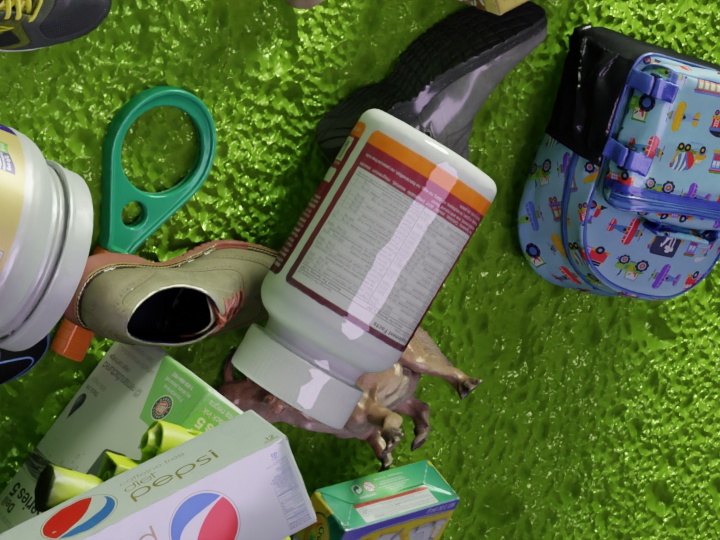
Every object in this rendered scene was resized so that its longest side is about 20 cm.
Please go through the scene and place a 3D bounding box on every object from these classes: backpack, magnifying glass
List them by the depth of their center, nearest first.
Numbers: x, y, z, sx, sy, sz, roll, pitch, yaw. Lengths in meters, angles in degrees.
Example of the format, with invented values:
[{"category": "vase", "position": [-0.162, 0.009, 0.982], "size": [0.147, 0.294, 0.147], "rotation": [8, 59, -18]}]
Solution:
[{"category": "magnifying glass", "position": [-0.162, -0.032, 1.489], "size": [0.079, 0.022, 0.201], "rotation": [23, 92, -35]}, {"category": "backpack", "position": [0.220, -0.066, 1.642], "size": [0.182, 0.134, 0.201], "rotation": [13, 102, -33]}]

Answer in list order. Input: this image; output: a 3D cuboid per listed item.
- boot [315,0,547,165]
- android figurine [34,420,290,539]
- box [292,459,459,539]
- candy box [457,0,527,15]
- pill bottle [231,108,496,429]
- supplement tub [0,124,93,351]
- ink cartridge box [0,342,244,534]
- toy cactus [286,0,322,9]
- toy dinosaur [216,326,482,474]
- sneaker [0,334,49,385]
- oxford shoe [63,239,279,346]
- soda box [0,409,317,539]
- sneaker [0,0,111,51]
[{"category": "boot", "position": [0.067, -0.101, 1.585], "size": [0.199, 0.068, 0.131], "rotation": [-36, 126, -8]}, {"category": "android figurine", "position": [-0.126, 0.192, 1.395], "size": [0.199, 0.041, 0.183], "rotation": [17, 95, -27]}, {"category": "box", "position": [-0.014, 0.237, 1.607], "size": [0.117, 0.048, 0.201], "rotation": [-11, 139, -40]}, {"category": "candy box", "position": [0.140, -0.256, 1.537], "size": [0.199, 0.117, 0.057], "rotation": [-28, 119, -21]}, {"category": "pill bottle", "position": [0.000, 0.000, 1.480], "size": [0.109, 0.109, 0.201], "rotation": [30, 91, -35]}, {"category": "supplement tub", "position": [-0.281, -0.037, 1.337], "size": [0.199, 0.145, 0.146], "rotation": [22, 95, -35]}, {"category": "ink cartridge box", "position": [-0.164, 0.158, 1.475], "size": [0.084, 0.145, 0.200], "rotation": [40, 84, -33]}, {"category": "toy cactus", "position": [-0.061, -0.248, 1.447], "size": [0.200, 0.102, 0.166], "rotation": [-37, 141, -18]}, {"category": "toy dinosaur", "position": [0.000, 0.072, 1.593], "size": [0.200, 0.136, 0.086], "rotation": [-32, 165, -42]}, {"category": "sneaker", "position": [-0.289, 0.068, 1.409], "size": [0.199, 0.078, 0.071], "rotation": [-15, 114, -26]}, {"category": "oxford shoe", "position": [-0.109, 0.026, 1.495], "size": [0.199, 0.075, 0.071], "rotation": [-8, 118, -42]}, {"category": "soda box", "position": [-0.132, 0.163, 1.326], "size": [0.199, 0.068, 0.064], "rotation": [-25, 110, -16]}, {"category": "sneaker", "position": [-0.242, -0.170, 1.351], "size": [0.199, 0.085, 0.075], "rotation": [2, 107, -32]}]
